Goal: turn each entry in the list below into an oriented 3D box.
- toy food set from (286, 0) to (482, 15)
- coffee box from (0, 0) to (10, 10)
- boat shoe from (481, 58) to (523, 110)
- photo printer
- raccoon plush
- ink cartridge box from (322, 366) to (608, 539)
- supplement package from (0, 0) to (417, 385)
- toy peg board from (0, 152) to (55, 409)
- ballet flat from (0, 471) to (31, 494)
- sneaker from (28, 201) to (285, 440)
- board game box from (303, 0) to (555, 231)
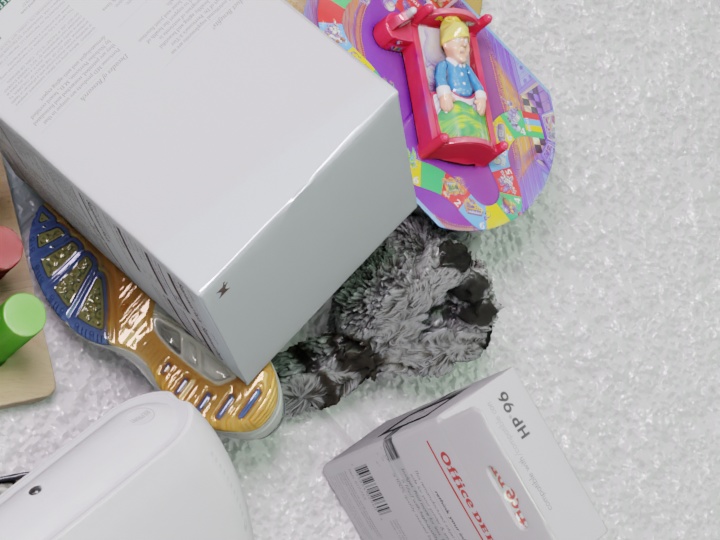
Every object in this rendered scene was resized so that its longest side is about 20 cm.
[{"bbox_3d":[-0.008,-0.241,1.253,0.199,0.049,0.200,-17,82,-33],"label":"toy food set"},{"bbox_3d":[-0.277,-0.204,1.077,0.200,0.044,0.123,40,31,-12],"label":"coffee box"},{"bbox_3d":[0.008,-0.113,1.218,0.198,0.060,0.075,-5,86,-13],"label":"boat shoe"},{"bbox_3d":[-0.143,0.176,1.008,0.200,0.069,0.168,-38,130,-32],"label":"photo printer"},{"bbox_3d":[0.000,0.000,1.175,0.198,0.097,0.134,-15,41,-9],"label":"raccoon plush"},{"bbox_3d":[0.070,0.134,1.094,0.068,0.200,0.117,-31,90,-31],"label":"ink cartridge box"},{"bbox_3d":[-0.093,-0.073,1.010,0.200,0.151,0.152,40,78,19],"label":"supplement package"},{"bbox_3d":[-0.276,-0.015,1.018,0.198,0.098,0.201,-10,80,-30],"label":"toy peg board"},{"bbox_3d":[-0.250,0.151,0.999,0.198,0.073,0.074,-12,80,-30],"label":"ballet flat"},{"bbox_3d":[-0.125,0.034,1.101,0.075,0.088,0.200,-43,72,-5],"label":"sneaker"},{"bbox_3d":[0.055,-0.124,1.146,0.200,0.039,0.158,45,50,-9],"label":"board game box"}]
